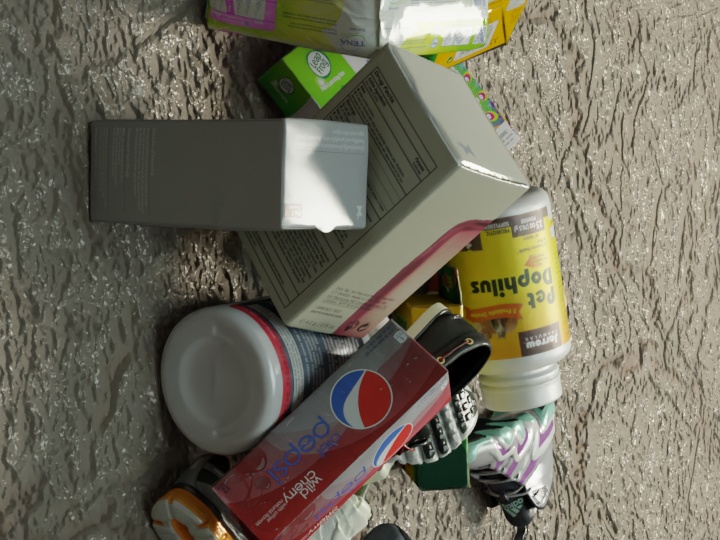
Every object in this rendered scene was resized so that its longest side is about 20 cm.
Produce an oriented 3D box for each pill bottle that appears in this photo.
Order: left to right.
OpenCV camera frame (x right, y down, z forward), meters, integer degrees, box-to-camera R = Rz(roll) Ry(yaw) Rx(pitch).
[{"bbox_3d":[-0.060,0.077,1.496,0.199,0.119,0.121,-12,99,-54],"label":"pill bottle"},{"bbox_3d":[0.139,0.027,1.708,0.109,0.109,0.202,-23,106,-52],"label":"pill bottle"}]

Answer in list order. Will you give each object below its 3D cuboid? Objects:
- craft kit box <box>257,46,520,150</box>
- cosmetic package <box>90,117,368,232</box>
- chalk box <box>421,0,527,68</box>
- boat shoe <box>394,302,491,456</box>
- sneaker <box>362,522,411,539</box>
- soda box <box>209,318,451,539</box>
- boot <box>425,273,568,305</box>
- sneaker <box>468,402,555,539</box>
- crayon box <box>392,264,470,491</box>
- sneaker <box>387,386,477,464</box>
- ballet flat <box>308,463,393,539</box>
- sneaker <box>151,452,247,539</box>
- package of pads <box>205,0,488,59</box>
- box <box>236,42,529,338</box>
[{"bbox_3d":[0.030,-0.144,1.620,0.198,0.048,0.200,49,44,-4],"label":"craft kit box"},{"bbox_3d":[-0.101,-0.073,1.366,0.107,0.199,0.091,-2,91,-55],"label":"cosmetic package"},{"bbox_3d":[0.049,-0.292,1.601,0.124,0.200,0.124,-26,152,-41],"label":"chalk box"},{"bbox_3d":[0.029,0.118,1.492,0.202,0.063,0.074,-48,154,-16],"label":"boat shoe"},{"bbox_3d":[-0.017,0.297,1.602,0.088,0.074,0.201,51,50,-34],"label":"sneaker"},{"bbox_3d":[-0.020,0.136,1.416,0.200,0.070,0.064,-43,159,-13],"label":"soda box"},{"bbox_3d":[0.134,0.028,1.822,0.200,0.075,0.108,31,68,-42],"label":"boot"},{"bbox_3d":[0.147,0.215,1.828,0.199,0.077,0.141,-14,101,-54],"label":"sneaker"},{"bbox_3d":[0.064,0.095,1.675,0.127,0.050,0.202,-158,-115,-83],"label":"crayon box"},{"bbox_3d":[0.009,0.141,1.575,0.199,0.081,0.076,-19,102,-23],"label":"sneaker"},{"bbox_3d":[-0.011,0.192,1.613,0.070,0.069,0.201,54,49,-40],"label":"ballet flat"},{"bbox_3d":[-0.094,0.234,1.487,0.201,0.078,0.077,62,39,-33],"label":"sneaker"},{"bbox_3d":[-0.015,-0.223,1.481,0.154,0.199,0.069,-13,113,-49],"label":"package of pads"},{"bbox_3d":[0.011,-0.059,1.420,0.109,0.200,0.128,13,41,-53],"label":"box"}]
